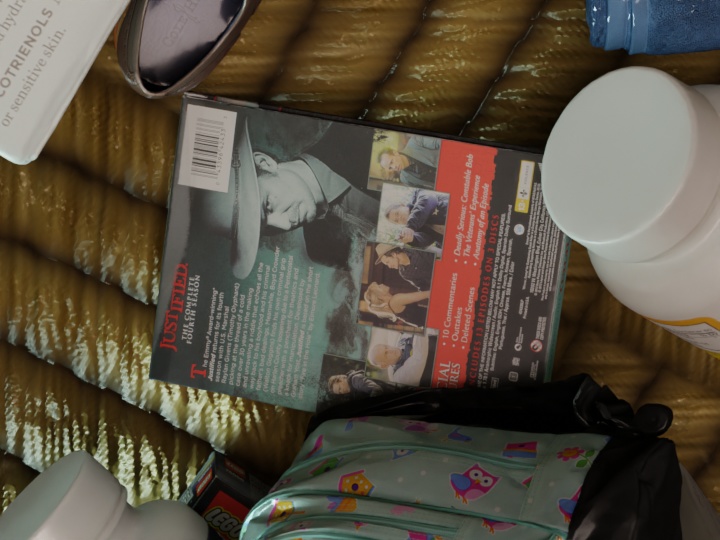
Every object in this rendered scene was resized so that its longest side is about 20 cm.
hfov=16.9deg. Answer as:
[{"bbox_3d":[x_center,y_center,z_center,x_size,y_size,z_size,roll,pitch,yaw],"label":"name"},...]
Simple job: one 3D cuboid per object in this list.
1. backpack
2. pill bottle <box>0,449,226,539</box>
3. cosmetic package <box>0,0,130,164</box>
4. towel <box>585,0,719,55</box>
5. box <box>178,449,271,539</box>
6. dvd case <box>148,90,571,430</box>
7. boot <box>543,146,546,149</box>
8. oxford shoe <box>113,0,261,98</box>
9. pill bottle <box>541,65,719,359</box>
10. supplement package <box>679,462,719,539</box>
[{"bbox_3d":[0.043,0.135,1.107,0.199,0.127,0.168,7,120,22],"label":"backpack"},{"bbox_3d":[-0.090,0.183,1.177,0.111,0.111,0.200,-43,105,10],"label":"pill bottle"},{"bbox_3d":[-0.183,-0.185,1.060,0.199,0.168,0.167,30,108,-12],"label":"cosmetic package"},{"bbox_3d":[0.200,-0.160,1.118,0.199,0.049,0.112,-6,105,-2],"label":"towel"},{"bbox_3d":[-0.034,0.204,1.267,0.199,0.040,0.137,34,101,-13],"label":"box"},{"bbox_3d":[0.000,0.000,1.167,0.199,0.022,0.147,9,99,15],"label":"dvd case"},{"bbox_3d":[0.049,-0.008,1.192,0.090,0.073,0.201,27,96,5],"label":"boot"},{"bbox_3d":[-0.051,-0.166,1.129,0.071,0.073,0.201,24,104,-11],"label":"oxford shoe"},{"bbox_3d":[0.174,-0.019,1.131,0.200,0.113,0.113,26,107,-44],"label":"pill bottle"},{"bbox_3d":[0.179,0.223,1.248,0.117,0.117,0.200,-34,107,7],"label":"supplement package"}]
